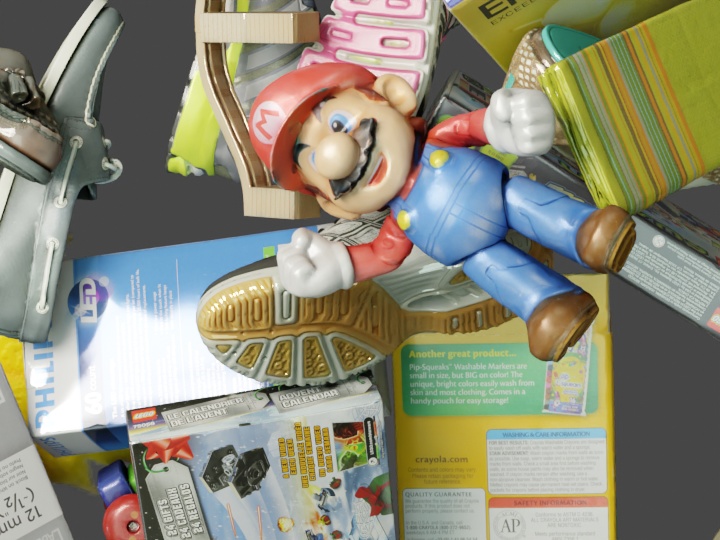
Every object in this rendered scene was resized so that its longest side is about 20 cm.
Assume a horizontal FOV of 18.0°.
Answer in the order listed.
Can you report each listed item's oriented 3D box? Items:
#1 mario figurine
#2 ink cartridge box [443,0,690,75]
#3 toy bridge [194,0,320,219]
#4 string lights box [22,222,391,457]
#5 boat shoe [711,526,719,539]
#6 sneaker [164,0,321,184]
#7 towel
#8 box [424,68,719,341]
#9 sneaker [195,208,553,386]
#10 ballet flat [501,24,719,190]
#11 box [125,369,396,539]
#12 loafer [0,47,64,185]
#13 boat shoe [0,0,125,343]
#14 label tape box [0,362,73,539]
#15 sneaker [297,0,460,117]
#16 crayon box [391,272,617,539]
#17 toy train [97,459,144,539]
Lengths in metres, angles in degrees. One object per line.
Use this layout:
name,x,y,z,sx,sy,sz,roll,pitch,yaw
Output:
mario figurine,0.029,-0.034,1.114,0.199,0.106,0.124,29,65,14
ink cartridge box,0.134,-0.182,1.162,0.197,0.200,0.047,-31,69,12
toy bridge,-0.055,-0.128,1.193,0.067,0.027,0.202,4,100,34
string lights box,-0.088,0.039,1.282,0.198,0.059,0.104,-7,73,8
boat shoe,0.216,0.241,1.307,0.075,0.074,0.202,5,103,5
sneaker,-0.044,-0.138,1.257,0.080,0.074,0.201,17,111,-5
towel,0.175,-0.095,1.187,0.018,0.199,0.087,-17,97,50
box,0.124,-0.036,1.236,0.199,0.110,0.035,31,104,-2
sneaker,0.000,0.000,1.215,0.199,0.088,0.076,-11,133,-20
ballet flat,0.155,-0.079,1.225,0.199,0.071,0.065,17,129,-29
box,-0.048,0.159,1.243,0.136,0.040,0.201,-9,117,-7
loafer,-0.209,-0.104,1.223,0.072,0.200,0.063,36,86,-38
boat shoe,-0.167,-0.054,1.265,0.061,0.073,0.201,24,78,-9
label tape box,-0.222,0.152,1.297,0.066,0.143,0.201,-25,101,-30
sneaker,0.023,-0.135,1.227,0.073,0.087,0.201,14,91,24
crayon box,0.084,0.095,1.300,0.125,0.052,0.202,-1,103,6
toy train,-0.062,0.183,1.327,0.115,0.085,0.201,-29,99,-2
